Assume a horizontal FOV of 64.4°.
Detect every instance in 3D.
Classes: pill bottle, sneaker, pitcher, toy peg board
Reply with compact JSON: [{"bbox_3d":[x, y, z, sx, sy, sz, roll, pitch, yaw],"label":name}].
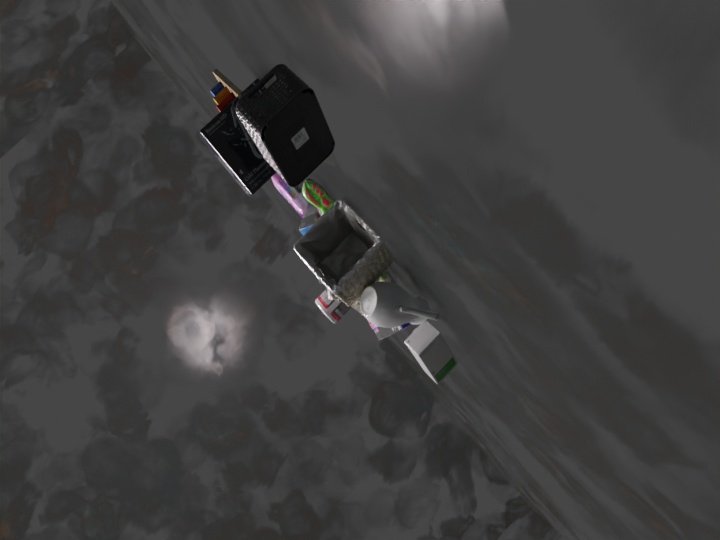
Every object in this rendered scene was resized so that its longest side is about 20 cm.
[{"bbox_3d":[-0.057,0.076,1.999,0.111,0.200,0.111,45,179,1],"label":"pill bottle"},{"bbox_3d":[-0.108,-0.201,1.737,0.202,0.075,0.085,57,-173,-32],"label":"sneaker"},{"bbox_3d":[0.111,0.102,1.578,0.195,0.126,0.169,13,176,-35],"label":"pitcher"},{"bbox_3d":[-0.409,-0.506,1.844,0.199,0.097,0.201,44,172,34],"label":"toy peg board"}]

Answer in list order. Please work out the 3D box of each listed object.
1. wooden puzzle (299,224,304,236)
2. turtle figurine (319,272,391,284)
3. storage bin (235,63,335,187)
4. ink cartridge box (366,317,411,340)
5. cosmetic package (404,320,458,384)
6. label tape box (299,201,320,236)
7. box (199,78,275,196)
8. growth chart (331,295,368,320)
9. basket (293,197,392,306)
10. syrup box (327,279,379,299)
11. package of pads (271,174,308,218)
[{"bbox_3d":[-0.112,-0.097,1.931,0.189,0.045,0.200,62,-153,-9],"label":"wooden puzzle"},{"bbox_3d":[0.000,0.000,1.795,0.194,0.195,0.147,47,-151,-38],"label":"turtle figurine"},{"bbox_3d":[-0.144,-0.283,1.140,0.094,0.135,0.201,44,172,25],"label":"storage bin"},{"bbox_3d":[0.104,0.171,2.000,0.198,0.037,0.097,-32,87,48],"label":"ink cartridge box"},{"bbox_3d":[0.234,0.270,1.881,0.085,0.107,0.201,40,171,44],"label":"cosmetic package"},{"bbox_3d":[-0.116,-0.155,1.851,0.145,0.064,0.204,54,-145,-34],"label":"label tape box"},{"bbox_3d":[-0.272,-0.333,1.455,0.198,0.200,0.124,48,172,-13],"label":"box"},{"bbox_3d":[0.022,0.089,1.779,0.198,0.143,0.018,34,-147,-39],"label":"growth chart"},{"bbox_3d":[-0.043,-0.042,1.577,0.198,0.200,0.161,44,175,28],"label":"basket"},{"bbox_3d":[-0.012,0.056,1.907,0.079,0.192,0.085,164,107,-81],"label":"syrup box"},{"bbox_3d":[-0.238,-0.280,2.078,0.201,0.075,0.121,48,176,11],"label":"package of pads"}]
